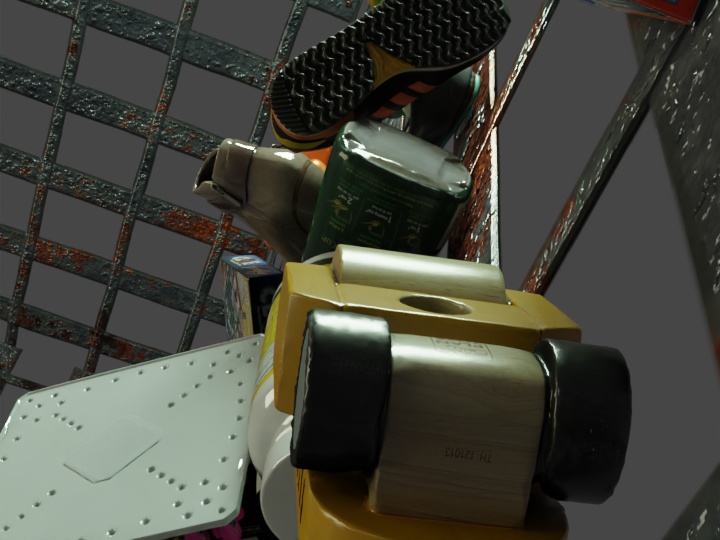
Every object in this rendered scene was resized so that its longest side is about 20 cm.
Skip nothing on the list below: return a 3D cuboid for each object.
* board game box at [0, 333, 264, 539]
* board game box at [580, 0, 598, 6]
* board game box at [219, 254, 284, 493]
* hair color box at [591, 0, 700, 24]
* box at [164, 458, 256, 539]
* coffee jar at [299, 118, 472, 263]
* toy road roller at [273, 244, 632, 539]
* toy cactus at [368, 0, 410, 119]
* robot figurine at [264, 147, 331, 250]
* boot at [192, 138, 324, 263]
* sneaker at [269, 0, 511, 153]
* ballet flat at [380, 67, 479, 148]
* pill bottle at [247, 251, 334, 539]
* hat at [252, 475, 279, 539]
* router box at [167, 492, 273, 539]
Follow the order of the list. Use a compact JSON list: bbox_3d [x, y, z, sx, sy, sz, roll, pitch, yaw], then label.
[{"bbox_3d":[-0.158,0.125,0.777,0.201,0.197,0.026,-86,-21,-62],"label":"board game box"},{"bbox_3d":[0.147,-0.279,0.690,0.200,0.043,0.202,-85,15,-64],"label":"board game box"},{"bbox_3d":[-0.089,0.094,1.062,0.135,0.034,0.204,-155,59,-71],"label":"board game box"},{"bbox_3d":[0.142,-0.217,0.519,0.111,0.063,0.203,-105,35,-74],"label":"hair color box"},{"bbox_3d":[-0.176,0.214,0.867,0.199,0.086,0.166,-31,-36,-33],"label":"box"},{"bbox_3d":[0.000,0.000,0.864,0.086,0.103,0.202,-69,2,-63],"label":"coffee jar"},{"bbox_3d":[0.021,0.080,0.489,0.200,0.121,0.149,-109,27,-76],"label":"toy road roller"},{"bbox_3d":[0.029,-0.169,1.017,0.166,0.102,0.200,-53,-12,-17],"label":"toy cactus"},{"bbox_3d":[-0.032,-0.085,1.260,0.200,0.115,0.146,151,131,-77],"label":"robot figurine"},{"bbox_3d":[-0.074,-0.048,1.017,0.200,0.144,0.071,131,160,-61],"label":"boot"},{"bbox_3d":[0.018,-0.152,0.891,0.198,0.071,0.090,-29,-7,-12],"label":"sneaker"},{"bbox_3d":[0.034,-0.098,0.986,0.074,0.072,0.201,-79,10,-46],"label":"ballet flat"},{"bbox_3d":[-0.013,0.081,0.743,0.201,0.110,0.113,-86,17,-60],"label":"pill bottle"},{"bbox_3d":[-0.041,0.172,0.840,0.201,0.080,0.204,-160,89,-82],"label":"hat"},{"bbox_3d":[-0.092,0.268,0.780,0.149,0.050,0.202,48,129,39],"label":"router box"}]
